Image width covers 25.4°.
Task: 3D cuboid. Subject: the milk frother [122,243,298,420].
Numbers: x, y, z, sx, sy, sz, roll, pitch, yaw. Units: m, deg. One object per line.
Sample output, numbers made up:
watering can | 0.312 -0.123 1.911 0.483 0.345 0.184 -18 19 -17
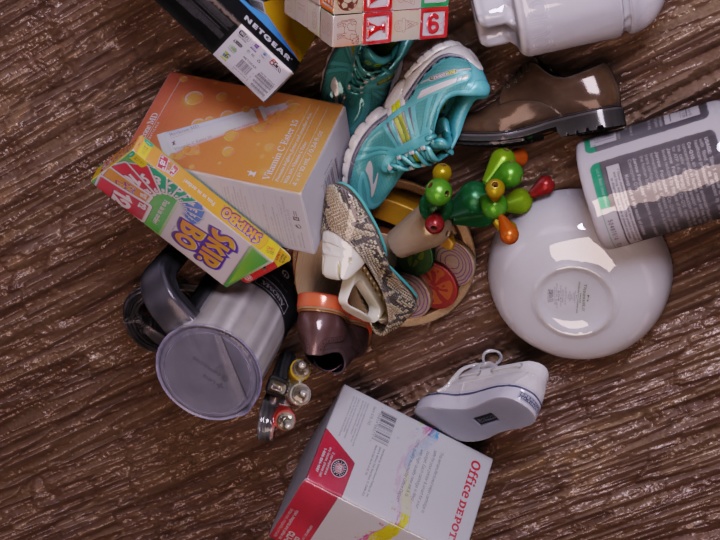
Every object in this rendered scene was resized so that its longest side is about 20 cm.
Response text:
milk frother | -0.183 0.076 1.751 0.180 0.188 0.201 33 120 -4

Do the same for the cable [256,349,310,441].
cable | -0.081 0.139 1.760 0.050 0.200 0.098 17 90 -1

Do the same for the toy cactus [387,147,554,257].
toy cactus | 0.104 -0.055 1.609 0.164 0.200 0.103 -30 85 30

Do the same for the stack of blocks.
stack of blocks | -0.013 -0.267 1.476 0.114 0.200 0.059 -8 117 -22

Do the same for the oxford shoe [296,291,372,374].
oxford shoe | -0.033 0.078 1.726 0.070 0.200 0.073 4 77 15

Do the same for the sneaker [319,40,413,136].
sneaker | 0.009 -0.215 1.598 0.077 0.080 0.201 27 124 -2

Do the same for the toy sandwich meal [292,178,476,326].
toy sandwich meal | 0.024 -0.011 1.722 0.203 0.070 0.207 6 122 10

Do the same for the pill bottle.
pill bottle | 0.320 -0.100 1.569 0.198 0.113 0.114 -16 116 15

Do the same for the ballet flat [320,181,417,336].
ballet flat | 0.000 0.000 1.625 0.068 0.075 0.201 25 156 39

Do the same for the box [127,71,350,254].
box | -0.122 -0.111 1.632 0.198 0.125 0.098 12 145 17

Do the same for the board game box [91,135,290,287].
board game box | -0.169 -0.052 1.609 0.199 0.030 0.095 37 146 -21

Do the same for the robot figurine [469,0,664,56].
robot figurine | 0.201 -0.267 1.490 0.198 0.170 0.114 -13 74 4

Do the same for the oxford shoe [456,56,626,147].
oxford shoe | 0.166 -0.169 1.607 0.198 0.073 0.085 -9 92 23

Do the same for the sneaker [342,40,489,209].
sneaker | 0.052 -0.134 1.588 0.200 0.077 0.080 -52 58 26

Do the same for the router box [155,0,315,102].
router box | -0.133 -0.276 1.555 0.200 0.150 0.051 42 121 -13

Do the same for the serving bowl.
serving bowl | 0.229 0.016 1.693 0.198 0.066 0.202 6 121 11

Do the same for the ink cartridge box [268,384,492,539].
ink cartridge box | 0.025 0.260 1.824 0.199 0.146 0.145 27 138 -3

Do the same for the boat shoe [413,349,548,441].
boat shoe | 0.139 0.131 1.781 0.074 0.086 0.201 39 150 -17
